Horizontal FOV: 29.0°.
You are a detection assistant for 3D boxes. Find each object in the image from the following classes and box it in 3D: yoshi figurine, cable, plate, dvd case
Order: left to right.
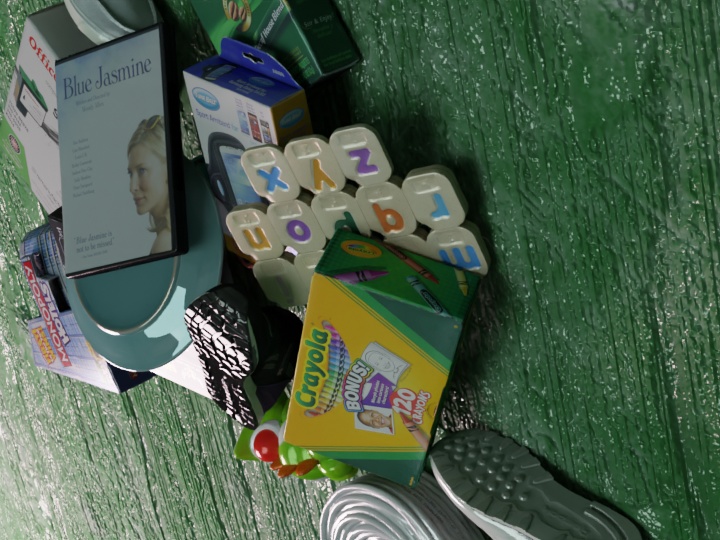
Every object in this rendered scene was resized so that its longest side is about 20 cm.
[{"bbox_3d":[-0.209,-0.101,1.204,0.143,0.018,0.200,-11,79,37],"label":"dvd case"},{"bbox_3d":[-0.199,-0.012,1.217,0.200,0.026,0.201,-4,83,38],"label":"plate"},{"bbox_3d":[-0.038,0.138,1.266,0.200,0.112,0.112,11,81,65],"label":"yoshi figurine"},{"bbox_3d":[0.047,0.269,1.238,0.200,0.069,0.200,47,141,24],"label":"cable"}]

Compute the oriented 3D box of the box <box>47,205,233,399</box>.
[{"bbox_3d":[-0.194,0.025,1.307,0.200,0.048,0.159,19,135,38],"label":"box"}]

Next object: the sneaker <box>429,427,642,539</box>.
[{"bbox_3d":[0.129,0.199,1.087,0.200,0.076,0.081,36,146,36],"label":"sneaker"}]

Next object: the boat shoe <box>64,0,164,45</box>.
[{"bbox_3d":[-0.238,-0.275,1.253,0.201,0.070,0.072,52,147,20],"label":"boat shoe"}]

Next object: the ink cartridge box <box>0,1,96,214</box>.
[{"bbox_3d":[-0.274,-0.149,1.369,0.146,0.084,0.200,52,144,15],"label":"ink cartridge box"}]

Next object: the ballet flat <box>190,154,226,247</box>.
[{"bbox_3d":[-0.152,-0.037,1.302,0.070,0.067,0.200,57,151,10],"label":"ballet flat"}]

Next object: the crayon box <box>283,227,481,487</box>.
[{"bbox_3d":[0.013,0.072,1.096,0.119,0.058,0.200,19,133,8],"label":"crayon box"}]

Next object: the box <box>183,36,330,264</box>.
[{"bbox_3d":[-0.081,-0.087,1.130,0.119,0.041,0.200,26,140,43],"label":"box"}]

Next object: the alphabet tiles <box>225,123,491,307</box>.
[{"bbox_3d":[-0.003,-0.024,1.073,0.200,0.015,0.196,-10,123,29],"label":"alphabet tiles"}]

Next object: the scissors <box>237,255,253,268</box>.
[{"bbox_3d":[-0.096,-0.083,1.242,0.073,0.014,0.200,30,135,42],"label":"scissors"}]

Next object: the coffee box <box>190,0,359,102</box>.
[{"bbox_3d":[-0.089,-0.226,1.112,0.123,0.044,0.200,-27,90,56],"label":"coffee box"}]

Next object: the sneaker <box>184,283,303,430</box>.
[{"bbox_3d":[-0.090,0.051,1.176,0.076,0.088,0.200,36,155,17],"label":"sneaker"}]

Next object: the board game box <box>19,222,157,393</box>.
[{"bbox_3d":[-0.331,0.044,1.590,0.200,0.062,0.200,-13,101,54],"label":"board game box"}]
